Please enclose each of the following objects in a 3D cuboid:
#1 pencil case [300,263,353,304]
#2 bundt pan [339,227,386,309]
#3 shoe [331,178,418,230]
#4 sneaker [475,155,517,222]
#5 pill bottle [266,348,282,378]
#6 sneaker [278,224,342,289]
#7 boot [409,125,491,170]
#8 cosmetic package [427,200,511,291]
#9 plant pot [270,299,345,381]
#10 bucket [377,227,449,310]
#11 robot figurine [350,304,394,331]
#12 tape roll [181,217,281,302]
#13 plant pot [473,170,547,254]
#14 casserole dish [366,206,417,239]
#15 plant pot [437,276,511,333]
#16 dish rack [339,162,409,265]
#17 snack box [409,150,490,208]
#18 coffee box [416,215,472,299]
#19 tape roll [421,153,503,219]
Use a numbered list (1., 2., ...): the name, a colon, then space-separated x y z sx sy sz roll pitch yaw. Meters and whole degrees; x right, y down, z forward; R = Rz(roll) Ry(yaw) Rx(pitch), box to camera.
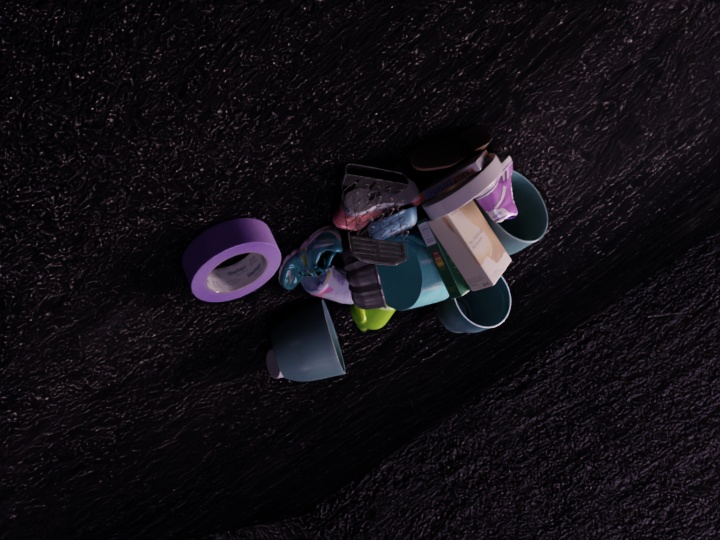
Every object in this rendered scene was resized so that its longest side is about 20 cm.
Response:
1. pencil case: -0.066 0.027 1.703 0.091 0.084 0.199 -45 151 12
2. bundt pan: 0.000 0.000 1.604 0.074 0.205 0.203 -15 154 -1
3. shoe: 0.031 -0.147 1.515 0.197 0.073 0.091 -18 166 -31
4. sneaker: 0.322 -0.178 1.581 0.072 0.115 0.201 -27 -163 41
5. pill bottle: -0.164 0.248 1.966 0.197 0.112 0.111 -8 147 -37
6. sneaker: -0.116 -0.018 1.575 0.200 0.081 0.077 -43 150 28
7. boot: 0.189 -0.248 1.492 0.197 0.075 0.076 -21 164 -21
8. cosmetic package: 0.251 -0.067 1.582 0.071 0.201 0.105 -20 -159 50
9. plant pot: -0.144 0.197 1.816 0.158 0.204 0.201 -17 154 1
10. bucket: 0.129 -0.004 1.703 0.133 0.209 0.208 -13 151 -43
11. robot figurine: 0.045 0.079 1.869 0.173 0.117 0.201 -13 150 -37
12. tape roll: -0.267 -0.019 1.437 0.197 0.066 0.201 -23 153 -13
13. plant pot: 0.333 -0.123 1.705 0.198 0.204 0.161 -9 159 -35
14. casserole dish: 0.075 -0.102 1.573 0.119 0.039 0.200 -23 179 -1
15. plant pot: 0.336 0.104 2.146 0.197 0.204 0.188 -16 167 -24
16. dish rack: 0.034 -0.111 1.408 0.150 0.204 0.055 5 154 -26
17. snack box: 0.192 -0.200 1.525 0.198 0.025 0.072 -27 -166 40
18. coffee box: 0.218 -0.048 1.627 0.122 0.203 0.044 -30 -174 -40
19. tape roll: 0.225 -0.187 1.536 0.201 0.037 0.203 -36 -168 8
